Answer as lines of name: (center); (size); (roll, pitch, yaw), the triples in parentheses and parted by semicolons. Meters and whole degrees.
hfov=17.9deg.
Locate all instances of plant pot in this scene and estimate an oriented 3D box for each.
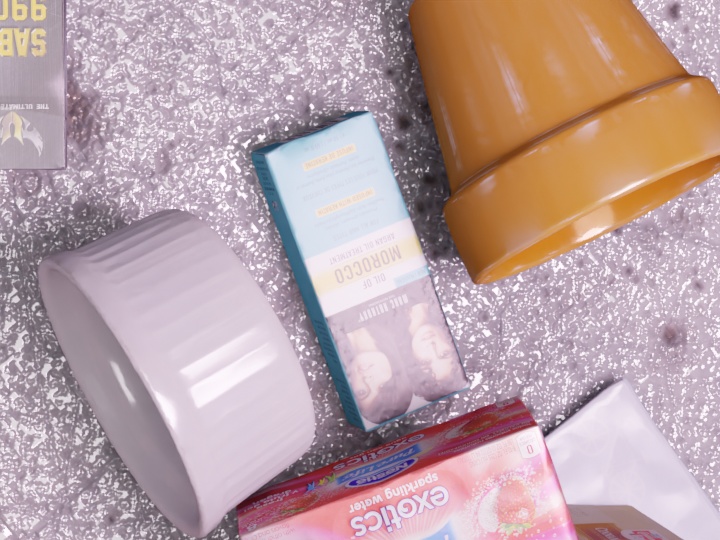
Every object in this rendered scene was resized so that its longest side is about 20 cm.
plant pot: (0.124, -0.116, 1.509); (0.199, 0.200, 0.184); (-25, 83, -11)

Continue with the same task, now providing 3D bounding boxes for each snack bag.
snack bag: (0.159, 0.198, 1.612); (0.200, 0.021, 0.189); (-38, 101, -6)

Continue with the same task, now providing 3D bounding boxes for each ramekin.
ramekin: (-0.113, 0.059, 1.451); (0.097, 0.200, 0.201); (-30, 100, -18)

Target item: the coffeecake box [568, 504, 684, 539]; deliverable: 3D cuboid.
coffeecake box: (0.168, 0.269, 1.531); (0.072, 0.153, 0.202); (0, 95, -10)

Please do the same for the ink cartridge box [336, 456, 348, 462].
ink cartridge box: (0.052, 0.230, 1.542); (0.146, 0.083, 0.202); (3, 97, -5)

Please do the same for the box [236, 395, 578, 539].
box: (0.030, 0.167, 1.441); (0.199, 0.095, 0.103); (-19, 99, -1)

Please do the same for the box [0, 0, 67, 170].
box: (-0.289, -0.142, 1.466); (0.198, 0.048, 0.160); (0, 93, -14)

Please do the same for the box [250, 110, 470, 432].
box: (0.000, 0.000, 1.546); (0.082, 0.049, 0.201); (-22, 99, -11)
